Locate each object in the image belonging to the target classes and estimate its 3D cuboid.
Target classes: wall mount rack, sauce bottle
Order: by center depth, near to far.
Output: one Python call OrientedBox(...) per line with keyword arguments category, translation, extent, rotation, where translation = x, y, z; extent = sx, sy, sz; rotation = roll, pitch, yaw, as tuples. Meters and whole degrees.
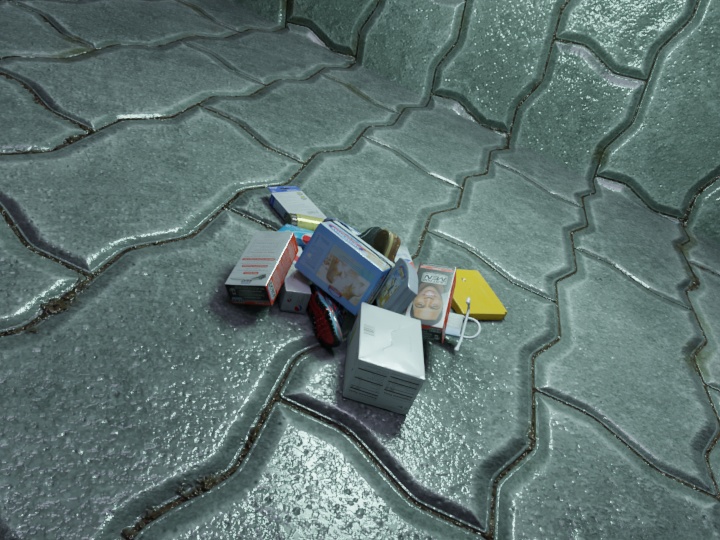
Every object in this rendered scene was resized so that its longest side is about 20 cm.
OrientedBox(category="wall mount rack", translation=(0.204, 0.138, 1.532), extent=(0.195, 0.076, 0.176), rotation=(10, 53, 16))
OrientedBox(category="sauce bottle", translation=(-0.119, -0.118, 1.727), extent=(0.195, 0.066, 0.065), rotation=(9, 33, -26))

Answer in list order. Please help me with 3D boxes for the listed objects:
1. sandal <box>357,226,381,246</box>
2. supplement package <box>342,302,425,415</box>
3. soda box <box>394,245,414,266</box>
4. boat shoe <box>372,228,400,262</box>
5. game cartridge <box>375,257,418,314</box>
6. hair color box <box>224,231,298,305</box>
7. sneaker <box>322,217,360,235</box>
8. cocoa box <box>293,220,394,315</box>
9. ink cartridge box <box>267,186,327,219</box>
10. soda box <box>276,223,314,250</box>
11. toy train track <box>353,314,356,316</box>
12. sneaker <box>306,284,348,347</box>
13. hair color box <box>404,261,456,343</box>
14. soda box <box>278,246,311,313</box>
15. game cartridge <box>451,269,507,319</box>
OrientedBox(category="sandal", translation=(0.006, -0.072, 1.635), extent=(0.047, 0.078, 0.199), rotation=(0, 14, 35))
OrientedBox(category="supplement package", translation=(0.051, 0.193, 1.350), extent=(0.152, 0.113, 0.202), rotation=(17, 31, -8))
OrientedBox(category="soda box", translation=(0.115, 0.011, 1.704), extent=(0.062, 0.069, 0.202), rotation=(10, 33, -18))
OrientedBox(category="boat shoe", translation=(0.053, -0.003, 1.577), extent=(0.067, 0.205, 0.071), rotation=(18, 5, -40))
OrientedBox(category="game cartridge", translation=(0.092, 0.046, 1.546), extent=(0.041, 0.135, 0.201), rotation=(30, 18, -15))
OrientedBox(category="hair color box", translation=(-0.233, -0.009, 1.450), extent=(0.108, 0.065, 0.202), rotation=(1, 40, 18))
OrientedBox(category="sneaker", translation=(-0.043, -0.091, 1.698), extent=(0.198, 0.075, 0.082), rotation=(33, 9, -38))
OrientedBox(category="cocoa box", translation=(-0.038, -0.011, 1.482), extent=(0.198, 0.135, 0.131), rotation=(37, 14, 10))
OrientedBox(category="ink cartridge box", translation=(-0.194, -0.187, 1.833), extent=(0.117, 0.043, 0.201), rotation=(-10, 47, -40))
OrientedBox(category="soda box", translation=(-0.128, -0.060, 1.620), extent=(0.195, 0.069, 0.064), rotation=(16, 29, 15))
OrientedBox(category="toy train track", translation=(0.061, 0.152, 1.495), extent=(0.197, 0.033, 0.115), rotation=(30, 15, 1))
OrientedBox(category="sneaker", translation=(-0.065, 0.103, 1.445), extent=(0.093, 0.081, 0.202), rotation=(7, 35, -27))
OrientedBox(category="hair color box", translation=(0.176, 0.076, 1.506), extent=(0.099, 0.062, 0.203), rotation=(7, 49, 14))
OrientedBox(category="soda box", translation=(-0.174, 0.016, 1.520), extent=(0.066, 0.065, 0.202), rotation=(9, 34, -20))
OrientedBox(category="game cartridge", translation=(0.321, 0.070, 1.784), extent=(0.172, 0.033, 0.202), rotation=(4, 39, -28))
